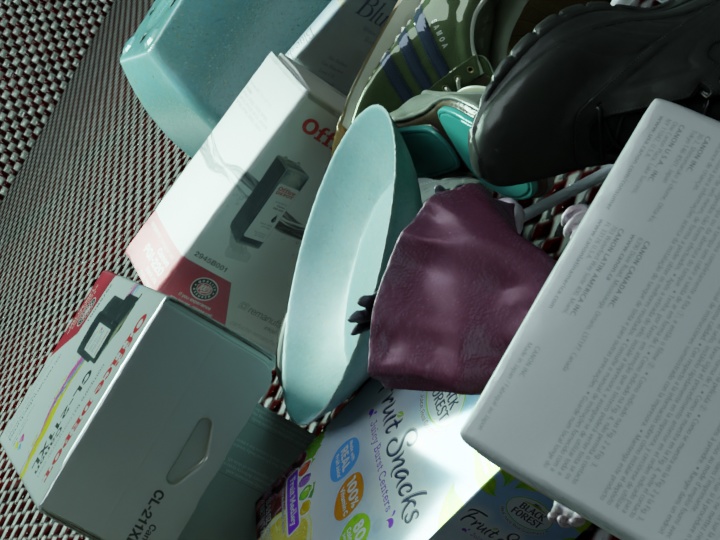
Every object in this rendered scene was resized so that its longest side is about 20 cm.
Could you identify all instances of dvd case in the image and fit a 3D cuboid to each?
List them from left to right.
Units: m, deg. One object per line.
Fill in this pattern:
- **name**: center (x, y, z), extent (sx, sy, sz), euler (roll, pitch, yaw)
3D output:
- **dvd case**: center (-0.003, -0.145, 1.053), extent (0.200, 0.143, 0.018), euler (-45, 44, 26)

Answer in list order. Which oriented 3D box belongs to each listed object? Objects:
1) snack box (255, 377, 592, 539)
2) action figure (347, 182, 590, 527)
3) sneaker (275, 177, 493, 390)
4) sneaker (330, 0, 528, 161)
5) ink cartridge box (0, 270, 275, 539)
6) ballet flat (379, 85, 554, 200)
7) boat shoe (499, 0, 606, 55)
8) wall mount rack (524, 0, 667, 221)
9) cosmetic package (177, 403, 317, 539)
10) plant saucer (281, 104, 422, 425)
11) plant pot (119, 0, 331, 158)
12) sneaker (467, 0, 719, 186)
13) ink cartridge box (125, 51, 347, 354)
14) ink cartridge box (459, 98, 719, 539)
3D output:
- **snack box**: center (0.026, 0.129, 0.725), extent (0.200, 0.068, 0.169), euler (-47, 23, 18)
- **action figure**: center (0.102, 0.039, 0.628), extent (0.200, 0.149, 0.134), euler (21, 95, 26)
- **sneaker**: center (0.022, 0.013, 0.883), extent (0.200, 0.075, 0.115), euler (-58, 25, -6)
- **sneaker**: center (0.057, -0.135, 0.910), extent (0.090, 0.067, 0.200), euler (31, 101, 25)
- **ink cartridge box**: center (-0.149, 0.085, 0.844), extent (0.146, 0.083, 0.200), euler (-60, 20, -8)
- **ballet flat**: center (0.071, -0.085, 0.769), extent (0.064, 0.067, 0.200), euler (-40, 18, -12)
- **boat shoe**: center (0.166, -0.230, 0.913), extent (0.200, 0.071, 0.069), euler (-40, 29, 37)
- **wall mount rack**: center (0.129, -0.106, 0.822), extent (0.174, 0.075, 0.200), euler (-64, 18, 18)
- **cosmetic package**: center (-0.091, 0.188, 0.835), extent (0.090, 0.107, 0.200), euler (-29, 33, 51)
- **plant saucer**: center (0.000, 0.000, 0.807), extent (0.201, 0.039, 0.201), euler (-166, 90, -74)
- **plant pot**: center (-0.110, -0.197, 1.260), extent (0.196, 0.200, 0.196), euler (-60, 22, -9)
- **sneaker**: center (0.147, -0.087, 0.626), extent (0.200, 0.076, 0.091), euler (-26, 50, -6)
- **ink cartridge box**: center (-0.061, -0.044, 1.017), extent (0.200, 0.146, 0.085), euler (-53, 37, 10)
- **ink cartridge box**: center (0.162, 0.045, 0.497), extent (0.162, 0.200, 0.050), euler (-59, -21, -6)
